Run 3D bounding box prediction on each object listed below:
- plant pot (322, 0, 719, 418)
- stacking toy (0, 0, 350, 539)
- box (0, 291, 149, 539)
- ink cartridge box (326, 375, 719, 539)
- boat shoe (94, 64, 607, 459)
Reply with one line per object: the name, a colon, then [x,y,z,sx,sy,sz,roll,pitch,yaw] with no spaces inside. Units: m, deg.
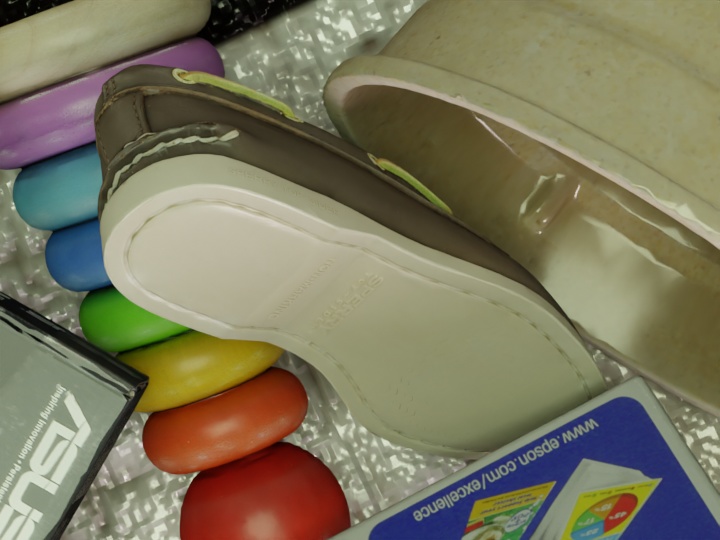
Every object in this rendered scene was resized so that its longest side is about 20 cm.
plant pot: [0.123,-0.071,0.712,0.200,0.200,0.184,34,80,2]
stacking toy: [-0.058,0.012,0.770,0.085,0.085,0.200,-19,96,3]
box: [-0.180,0.079,0.723,0.161,0.049,0.200,31,91,-1]
ink cartridge box: [0.043,0.155,0.697,0.198,0.047,0.200,-27,58,-5]
boat shoe: [0.000,0.000,0.731,0.072,0.200,0.060,-40,46,25]
